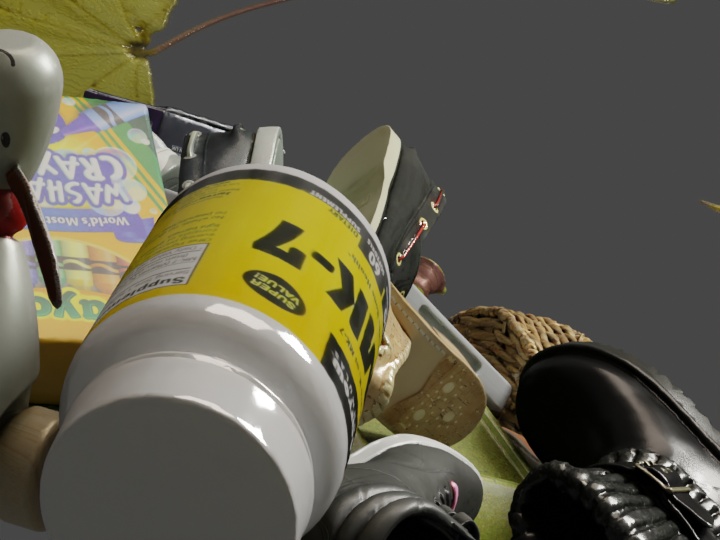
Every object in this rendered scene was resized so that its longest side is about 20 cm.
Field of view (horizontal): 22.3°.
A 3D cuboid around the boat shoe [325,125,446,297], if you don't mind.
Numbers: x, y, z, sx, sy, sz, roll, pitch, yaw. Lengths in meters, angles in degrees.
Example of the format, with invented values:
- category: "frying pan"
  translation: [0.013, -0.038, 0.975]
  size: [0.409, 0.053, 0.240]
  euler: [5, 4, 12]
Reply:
- category: "boat shoe"
  translation: [0.002, -0.001, 0.991]
  size: [0.063, 0.073, 0.202]
  euler: [46, 34, -17]

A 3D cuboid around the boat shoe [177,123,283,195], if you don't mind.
- category: "boat shoe"
  translation: [-0.082, -0.005, 0.980]
  size: [0.060, 0.076, 0.201]
  euler: [2, 36, 6]

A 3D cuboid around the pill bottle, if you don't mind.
- category: "pill bottle"
  translation: [-0.054, 0.044, 0.728]
  size: [0.113, 0.115, 0.200]
  euler: [18, 26, 0]

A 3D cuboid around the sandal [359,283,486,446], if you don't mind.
- category: "sandal"
  translation: [0.004, 0.046, 0.873]
  size: [0.211, 0.078, 0.070]
  euler: [34, 13, -43]

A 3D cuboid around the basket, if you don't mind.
- category: "basket"
  translation: [0.134, 0.110, 1.292]
  size: [0.148, 0.144, 0.200]
  euler: [18, 0, -19]

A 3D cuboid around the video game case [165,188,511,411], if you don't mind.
- category: "video game case"
  translation: [-0.019, 0.019, 1.185]
  size: [0.199, 0.023, 0.182]
  euler: [18, -18, 38]

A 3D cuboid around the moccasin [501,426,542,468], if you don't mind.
- category: "moccasin"
  translation: [0.125, 0.146, 1.084]
  size: [0.077, 0.074, 0.201]
  euler: [19, 1, -38]

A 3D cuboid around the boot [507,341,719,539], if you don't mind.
- category: "boot"
  translation: [0.120, 0.110, 0.945]
  size: [0.157, 0.080, 0.211]
  euler: [-5, 31, -43]

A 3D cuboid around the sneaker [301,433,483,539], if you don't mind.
- category: "sneaker"
  translation: [0.023, 0.123, 0.833]
  size: [0.099, 0.071, 0.199]
  euler: [21, 8, 34]

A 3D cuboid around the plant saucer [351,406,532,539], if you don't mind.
- category: "plant saucer"
  translation: [0.013, 0.084, 1.015]
  size: [0.199, 0.048, 0.200]
  euler: [17, 26, -40]

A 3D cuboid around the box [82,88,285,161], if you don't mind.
- category: "box"
  translation: [-0.156, -0.016, 1.316]
  size: [0.104, 0.202, 0.148]
  euler: [17, 0, -32]

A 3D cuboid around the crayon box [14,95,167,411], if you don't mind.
- category: "crayon box"
  translation: [-0.152, -0.001, 0.876]
  size: [0.125, 0.052, 0.201]
  euler: [4, 48, -25]

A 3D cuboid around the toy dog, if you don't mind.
- category: "toy dog"
  translation: [-0.164, 0.014, 0.717]
  size: [0.131, 0.202, 0.096]
  euler: [-8, 10, 20]

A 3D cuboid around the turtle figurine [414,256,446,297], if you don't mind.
- category: "turtle figurine"
  translation: [-0.016, 0.055, 1.327]
  size: [0.199, 0.162, 0.065]
  euler: [8, -32, 37]

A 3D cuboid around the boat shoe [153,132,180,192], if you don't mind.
- category: "boat shoe"
  translation: [-0.204, -0.021, 1.189]
  size: [0.065, 0.202, 0.075]
  euler: [45, -12, 17]
